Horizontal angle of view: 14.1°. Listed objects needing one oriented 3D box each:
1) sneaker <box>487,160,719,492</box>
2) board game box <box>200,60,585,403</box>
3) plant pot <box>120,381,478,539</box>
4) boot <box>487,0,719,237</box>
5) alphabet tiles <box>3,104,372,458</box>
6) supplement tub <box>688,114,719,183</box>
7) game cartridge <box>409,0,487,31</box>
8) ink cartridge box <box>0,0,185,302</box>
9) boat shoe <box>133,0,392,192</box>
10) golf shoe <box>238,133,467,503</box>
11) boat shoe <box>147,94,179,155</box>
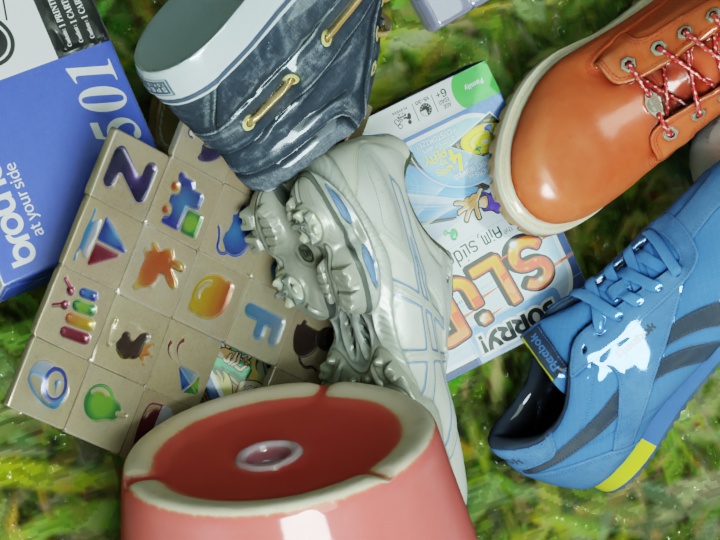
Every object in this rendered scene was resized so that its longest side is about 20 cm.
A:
[{"bbox_3d":[0.131,0.024,1.406,0.078,0.066,0.201,16,119,-30],"label":"sneaker"},{"bbox_3d":[0.000,0.000,1.427,0.199,0.034,0.136,-27,96,-16],"label":"board game box"},{"bbox_3d":[-0.025,0.158,1.306,0.199,0.200,0.178,-16,111,-17],"label":"plant pot"},{"bbox_3d":[0.147,-0.094,1.422,0.200,0.107,0.075,-44,105,-24],"label":"boot"},{"bbox_3d":[-0.065,-0.004,1.350,0.167,0.008,0.201,27,80,-38],"label":"alphabet tiles"},{"bbox_3d":[0.271,-0.083,1.469,0.200,0.122,0.123,-43,100,-14],"label":"supplement tub"},{"bbox_3d":[0.036,-0.228,1.367,0.129,0.038,0.201,-31,96,-16],"label":"game cartridge"},{"bbox_3d":[-0.164,-0.096,1.357,0.094,0.044,0.201,-21,83,-16],"label":"ink cartridge box"},{"bbox_3d":[-0.010,-0.132,1.322,0.200,0.071,0.091,-47,127,-8],"label":"boat shoe"},{"bbox_3d":[0.022,0.030,1.375,0.097,0.078,0.201,-36,117,-39],"label":"golf shoe"},{"bbox_3d":[-0.047,-0.137,1.387,0.071,0.076,0.201,22,75,10],"label":"boat shoe"}]
